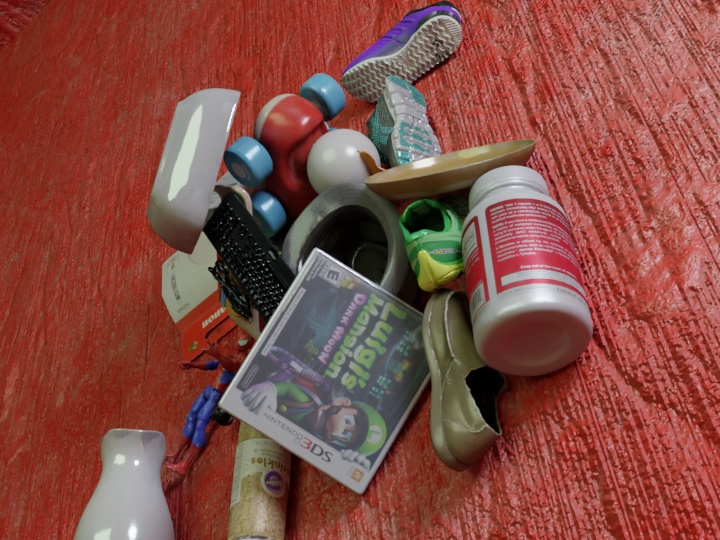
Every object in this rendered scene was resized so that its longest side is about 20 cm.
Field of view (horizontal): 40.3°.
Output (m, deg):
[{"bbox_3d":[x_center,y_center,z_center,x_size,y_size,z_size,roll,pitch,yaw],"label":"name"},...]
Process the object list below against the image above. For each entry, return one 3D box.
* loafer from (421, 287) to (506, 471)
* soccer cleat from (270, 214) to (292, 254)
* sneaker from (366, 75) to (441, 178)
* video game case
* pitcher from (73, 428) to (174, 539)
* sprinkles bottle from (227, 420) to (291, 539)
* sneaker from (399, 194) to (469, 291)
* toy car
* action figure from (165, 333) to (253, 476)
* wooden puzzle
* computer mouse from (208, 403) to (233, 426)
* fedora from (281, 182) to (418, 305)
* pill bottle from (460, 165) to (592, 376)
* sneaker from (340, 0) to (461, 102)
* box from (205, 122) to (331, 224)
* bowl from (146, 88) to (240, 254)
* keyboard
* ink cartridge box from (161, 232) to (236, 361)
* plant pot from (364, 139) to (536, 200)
[{"bbox_3d":[0.109,0.102,0.982,0.067,0.076,0.201,-24,51,30],"label":"loafer"},{"bbox_3d":[-0.117,0.000,1.341,0.084,0.064,0.201,-54,32,30],"label":"soccer cleat"},{"bbox_3d":[0.049,-0.165,1.287,0.091,0.077,0.201,-50,29,34],"label":"sneaker"},{"bbox_3d":[-0.024,0.107,1.052,0.201,0.181,0.023,-58,0,-7],"label":"video game case"},{"bbox_3d":[-0.291,0.323,1.224,0.172,0.120,0.201,106,164,-54],"label":"pitcher"},{"bbox_3d":[-0.114,0.250,1.110,0.068,0.068,0.201,-28,42,31],"label":"sprinkles bottle"},{"bbox_3d":[0.091,-0.051,1.083,0.074,0.084,0.200,-25,16,19],"label":"sneaker"},{"bbox_3d":[-0.037,-0.127,1.274,0.199,0.177,0.184,26,56,32],"label":"toy car"},{"bbox_3d":[-0.215,0.158,1.283,0.065,0.099,0.201,22,76,53],"label":"action figure"},{"bbox_3d":[-0.164,-0.011,1.273,0.185,0.037,0.201,-163,65,-72],"label":"wooden puzzle"},{"bbox_3d":[-0.111,0.123,1.232,0.200,0.046,0.140,-50,3,-24],"label":"computer mouse"},{"bbox_3d":[0.000,0.000,1.170,0.177,0.090,0.200,-49,45,10],"label":"fedora"},{"bbox_3d":[0.159,-0.006,0.976,0.112,0.112,0.201,-31,41,29],"label":"pill bottle"},{"bbox_3d":[0.062,-0.318,1.397,0.199,0.070,0.100,-25,37,29],"label":"sneaker"},{"bbox_3d":[-0.147,-0.139,1.444,0.155,0.041,0.200,-6,38,47],"label":"box"},{"bbox_3d":[-0.219,-0.130,1.253,0.200,0.074,0.201,152,132,-73],"label":"bowl"},{"bbox_3d":[-0.132,0.012,1.157,0.200,0.040,0.104,53,128,22],"label":"keyboard"},{"bbox_3d":[-0.226,0.018,1.454,0.162,0.057,0.201,-38,33,21],"label":"ink cartridge box"},{"bbox_3d":[0.103,-0.113,1.112,0.199,0.028,0.200,-13,10,2],"label":"plant pot"}]
